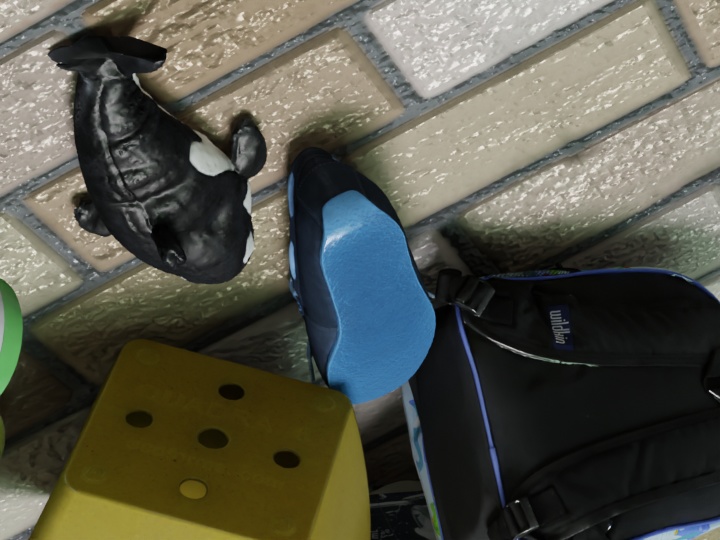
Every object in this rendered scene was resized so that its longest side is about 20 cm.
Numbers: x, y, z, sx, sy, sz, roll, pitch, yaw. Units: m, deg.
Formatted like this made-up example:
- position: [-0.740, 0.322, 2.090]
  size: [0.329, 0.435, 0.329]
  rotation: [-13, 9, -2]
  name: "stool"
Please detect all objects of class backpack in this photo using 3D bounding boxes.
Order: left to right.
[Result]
- position: [0.130, 0.090, 1.360]
  size: [0.200, 0.183, 0.147]
  rotation: [-7, 165, -27]
  name: "backpack"

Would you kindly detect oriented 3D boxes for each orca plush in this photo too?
- position: [-0.091, -0.039, 1.143]
  size: [0.105, 0.071, 0.200]
  rotation: [-15, 146, -9]
  name: "orca plush"

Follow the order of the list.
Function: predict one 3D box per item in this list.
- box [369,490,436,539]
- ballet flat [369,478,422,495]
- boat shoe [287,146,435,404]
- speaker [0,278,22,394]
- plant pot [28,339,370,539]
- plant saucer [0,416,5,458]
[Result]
- position: [0.102, 0.232, 1.422]
  size: [0.196, 0.200, 0.124]
  rotation: [-5, 116, -15]
  name: "box"
- position: [0.066, 0.159, 1.519]
  size: [0.200, 0.074, 0.074]
  rotation: [-16, 147, -11]
  name: "ballet flat"
- position: [0.000, 0.000, 1.258]
  size: [0.084, 0.069, 0.200]
  rotation: [-22, 148, -16]
  name: "boat shoe"
- position: [-0.267, 0.018, 1.117]
  size: [0.200, 0.089, 0.088]
  rotation: [17, 132, -43]
  name: "speaker"
- position: [-0.095, 0.159, 1.280]
  size: [0.200, 0.200, 0.177]
  rotation: [15, 128, 3]
  name: "plant pot"
- position: [-0.299, 0.100, 1.266]
  size: [0.200, 0.031, 0.200]
  rotation: [-14, 145, -10]
  name: "plant saucer"
